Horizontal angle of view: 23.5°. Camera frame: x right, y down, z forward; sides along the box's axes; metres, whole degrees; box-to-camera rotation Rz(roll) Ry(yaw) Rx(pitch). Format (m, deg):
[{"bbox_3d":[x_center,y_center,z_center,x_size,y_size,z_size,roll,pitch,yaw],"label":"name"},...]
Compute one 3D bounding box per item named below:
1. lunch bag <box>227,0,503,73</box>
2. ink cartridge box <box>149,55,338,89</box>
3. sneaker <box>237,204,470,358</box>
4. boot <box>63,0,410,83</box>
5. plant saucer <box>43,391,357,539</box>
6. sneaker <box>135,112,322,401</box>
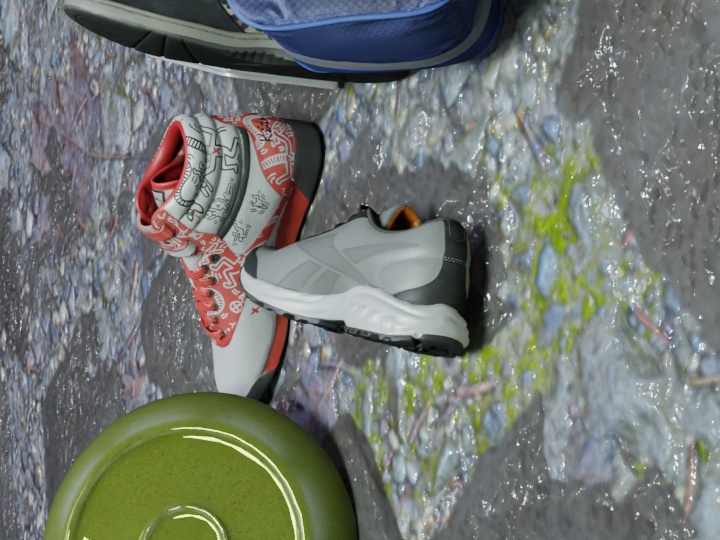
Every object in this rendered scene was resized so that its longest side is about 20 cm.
[{"bbox_3d":[0.003,-0.207,0.916,0.132,0.135,0.201,29,-120,-77],"label":"lunch bag"},{"bbox_3d":[-0.064,-0.226,1.116,0.145,0.084,0.201,25,107,60],"label":"ink cartridge box"},{"bbox_3d":[0.000,0.000,0.997,0.200,0.074,0.080,8,84,55],"label":"sneaker"},{"bbox_3d":[-0.062,-0.196,1.007,0.073,0.203,0.154,171,106,-81],"label":"boot"},{"bbox_3d":[-0.102,0.169,1.041,0.031,0.199,0.201,55,-151,-73],"label":"plant saucer"},{"bbox_3d":[-0.099,-0.007,1.126,0.067,0.108,0.202,40,121,56],"label":"sneaker"}]
